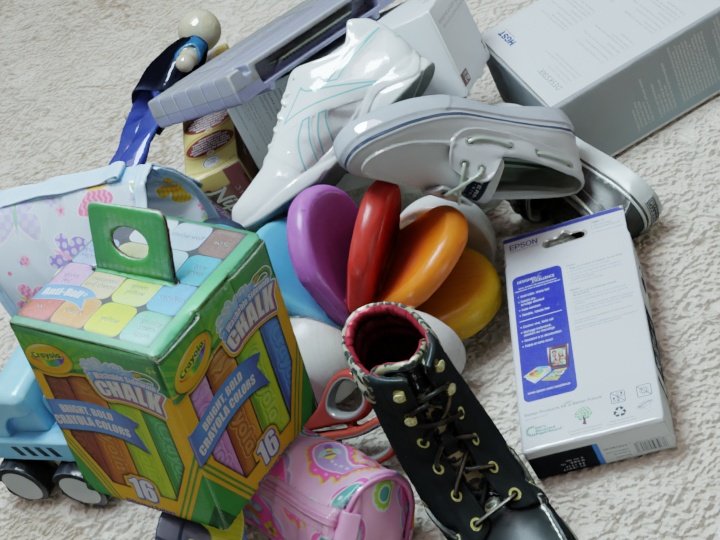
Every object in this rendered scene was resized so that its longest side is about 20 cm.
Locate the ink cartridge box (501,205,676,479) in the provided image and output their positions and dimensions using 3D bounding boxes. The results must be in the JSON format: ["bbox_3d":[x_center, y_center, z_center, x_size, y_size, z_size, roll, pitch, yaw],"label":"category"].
[{"bbox_3d":[0.158,0.047,0.986,0.099,0.039,0.200,-16,45,18],"label":"ink cartridge box"}]

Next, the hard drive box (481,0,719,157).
[{"bbox_3d":[0.223,-0.191,1.184,0.200,0.077,0.156,-30,38,-1],"label":"hard drive box"}]

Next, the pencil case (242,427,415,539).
[{"bbox_3d":[-0.055,0.149,0.979,0.200,0.087,0.087,20,60,42],"label":"pencil case"}]

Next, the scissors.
[{"bbox_3d":[-0.049,0.129,1.047,0.200,0.073,0.014,-26,1,39],"label":"scissors"}]

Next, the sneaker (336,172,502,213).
[{"bbox_3d":[0.052,-0.092,1.155,0.200,0.075,0.085,-1,57,49],"label":"sneaker"}]

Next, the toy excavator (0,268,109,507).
[{"bbox_3d":[-0.233,0.085,1.071,0.194,0.200,0.100,-3,46,31],"label":"toy excavator"}]

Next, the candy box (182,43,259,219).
[{"bbox_3d":[-0.114,-0.105,1.273,0.056,0.117,0.200,-24,38,8],"label":"candy box"}]

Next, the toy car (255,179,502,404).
[{"bbox_3d":[0.000,0.000,1.057,0.200,0.150,0.175,-7,44,27],"label":"toy car"}]

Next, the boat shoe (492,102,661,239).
[{"bbox_3d":[0.146,-0.074,1.110,0.064,0.071,0.200,-40,41,-13],"label":"boat shoe"}]

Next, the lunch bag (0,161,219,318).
[{"bbox_3d":[-0.197,-0.004,1.148,0.169,0.200,0.127,-12,42,23],"label":"lunch bag"}]

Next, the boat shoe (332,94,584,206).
[{"bbox_3d":[0.080,-0.081,1.007,0.200,0.074,0.067,-7,60,-26],"label":"boat shoe"}]

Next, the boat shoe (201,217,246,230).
[{"bbox_3d":[-0.136,0.046,1.053,0.069,0.084,0.200,-86,21,-71],"label":"boat shoe"}]

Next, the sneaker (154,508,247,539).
[{"bbox_3d":[-0.123,0.248,0.934,0.074,0.082,0.200,20,71,8],"label":"sneaker"}]

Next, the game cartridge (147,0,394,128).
[{"bbox_3d":[-0.071,-0.182,1.162,0.200,0.038,0.130,-40,16,-34],"label":"game cartridge"}]

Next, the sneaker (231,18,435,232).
[{"bbox_3d":[-0.035,-0.112,1.097,0.200,0.070,0.080,-45,82,6],"label":"sneaker"}]

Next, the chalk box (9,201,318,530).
[{"bbox_3d":[-0.128,0.046,0.901,0.125,0.200,0.124,10,45,31],"label":"chalk box"}]

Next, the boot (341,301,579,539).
[{"bbox_3d":[0.062,0.120,0.881,0.073,0.154,0.204,-34,38,-4],"label":"boot"}]

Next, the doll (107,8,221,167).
[{"bbox_3d":[-0.178,-0.151,1.235,0.136,0.048,0.200,-23,40,59],"label":"doll"}]

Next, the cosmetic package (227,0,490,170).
[{"bbox_3d":[0.000,-0.160,1.174,0.200,0.081,0.113,-23,17,22],"label":"cosmetic package"}]
